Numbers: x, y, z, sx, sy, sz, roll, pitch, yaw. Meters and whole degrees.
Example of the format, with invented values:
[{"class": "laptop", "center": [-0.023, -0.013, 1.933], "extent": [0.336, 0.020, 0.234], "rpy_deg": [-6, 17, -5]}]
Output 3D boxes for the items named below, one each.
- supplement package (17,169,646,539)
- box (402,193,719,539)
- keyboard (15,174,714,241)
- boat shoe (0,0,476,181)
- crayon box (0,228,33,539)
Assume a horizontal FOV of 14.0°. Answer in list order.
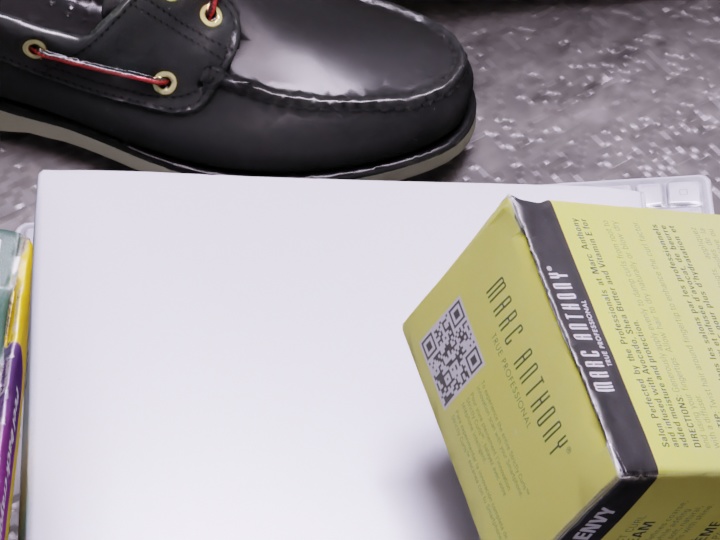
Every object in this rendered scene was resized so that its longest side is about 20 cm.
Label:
[{"class": "supplement package", "center": [-0.004, 0.087, 0.699], "extent": [0.155, 0.111, 0.201], "rpy_deg": [2, 48, -7]}, {"class": "box", "center": [0.111, 0.031, 0.676], "extent": [0.199, 0.050, 0.076], "rpy_deg": [2, 53, -35]}, {"class": "keyboard", "center": [0.000, 0.000, 0.817], "extent": [0.199, 0.011, 0.056], "rpy_deg": [-4, 50, 4]}, {"class": "boat shoe", "center": [-0.062, -0.073, 0.865], "extent": [0.200, 0.063, 0.074], "rpy_deg": [12, 46, 1]}, {"class": "crayon box", "center": [-0.111, 0.119, 0.612], "extent": [0.058, 0.173, 0.201], "rpy_deg": [8, 48, -5]}]
